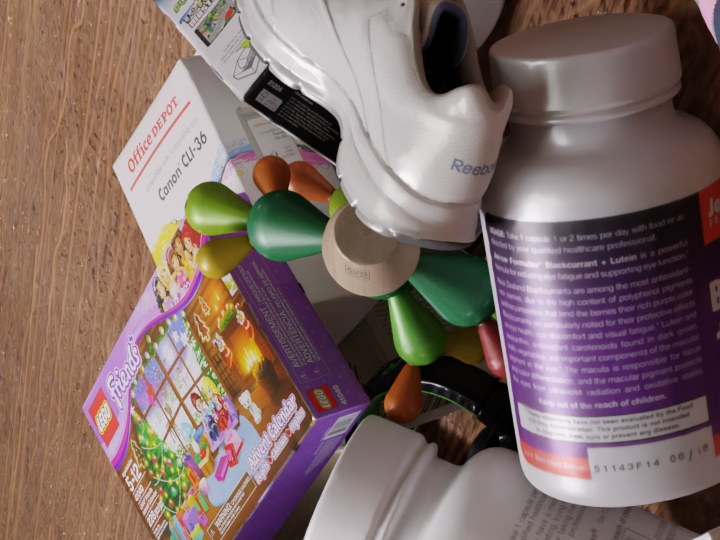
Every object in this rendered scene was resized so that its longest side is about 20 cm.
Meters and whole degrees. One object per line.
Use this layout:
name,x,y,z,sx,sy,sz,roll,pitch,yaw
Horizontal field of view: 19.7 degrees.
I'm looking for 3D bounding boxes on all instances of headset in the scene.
headset,0.071,0.134,1.099,0.200,0.094,0.124,39,138,4

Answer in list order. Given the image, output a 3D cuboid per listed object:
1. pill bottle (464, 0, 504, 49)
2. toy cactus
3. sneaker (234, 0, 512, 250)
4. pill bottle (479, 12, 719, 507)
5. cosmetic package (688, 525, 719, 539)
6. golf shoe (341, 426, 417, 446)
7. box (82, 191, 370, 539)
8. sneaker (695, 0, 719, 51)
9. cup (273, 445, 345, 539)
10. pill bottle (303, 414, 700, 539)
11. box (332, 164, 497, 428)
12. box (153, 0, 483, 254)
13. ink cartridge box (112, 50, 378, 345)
pill bottle,-0.014,-0.192,1.070,0.201,0.113,0.114,57,153,30
toy cactus,0.000,0.000,0.983,0.199,0.103,0.165,30,175,7
sneaker,0.011,-0.101,0.918,0.200,0.074,0.087,55,130,34
pill bottle,0.112,-0.007,0.923,0.111,0.111,0.202,23,127,61
cosmetic package,0.218,0.168,0.761,0.201,0.150,0.052,68,156,10
golf shoe,-0.003,0.092,1.308,0.097,0.078,0.201,41,144,40
box,-0.079,0.073,1.122,0.137,0.039,0.200,58,141,22
sneaker,0.156,-0.127,0.814,0.082,0.070,0.202,141,113,-83
cup,-0.018,0.218,1.235,0.200,0.199,0.144,30,142,57
pill bottle,0.076,0.150,0.999,0.199,0.115,0.115,24,140,10
box,0.004,-0.010,1.205,0.201,0.082,0.069,62,155,25
box,-0.014,-0.086,1.083,0.200,0.035,0.110,32,-167,-47
ink cartridge box,-0.073,-0.043,1.166,0.117,0.067,0.201,-49,61,49
